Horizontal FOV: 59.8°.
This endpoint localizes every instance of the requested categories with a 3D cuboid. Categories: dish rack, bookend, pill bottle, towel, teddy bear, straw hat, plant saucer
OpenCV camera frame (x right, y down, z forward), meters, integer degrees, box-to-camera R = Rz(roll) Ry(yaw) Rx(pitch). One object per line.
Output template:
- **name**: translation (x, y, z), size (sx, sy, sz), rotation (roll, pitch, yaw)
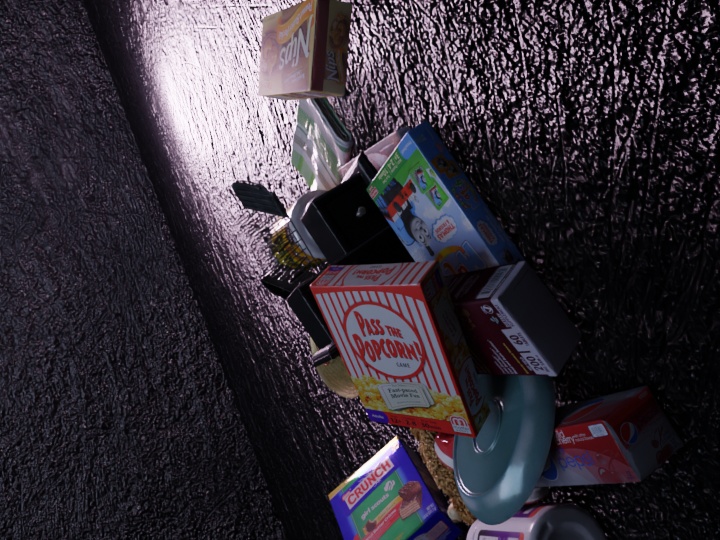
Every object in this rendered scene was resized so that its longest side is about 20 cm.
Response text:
- **dish rack**: translation (-0.133, -0.042, 0.944), size (0.153, 0.055, 0.201), rotation (15, 141, 50)
- **bookend**: translation (-0.026, -0.015, 0.832), size (0.201, 0.198, 0.092), rotation (56, 158, 3)
- **pill bottle**: translation (-0.078, -0.064, 1.021), size (0.110, 0.108, 0.200), rotation (67, 155, 1)
- **towel**: translation (-0.071, -0.193, 1.020), size (0.150, 0.030, 0.201), rotation (59, 155, 21)
- **pill bottle**: translation (0.212, 0.355, 0.794), size (0.112, 0.110, 0.200), rotation (62, 157, 11)
- **teddy bear**: translation (0.131, 0.309, 0.973), size (0.202, 0.066, 0.145), rotation (61, 163, 8)
- **straw hat**: translation (-0.004, 0.114, 1.066), size (0.200, 0.084, 0.204), rotation (10, 103, 55)
- **plant saucer**: translation (0.153, 0.181, 0.713), size (0.200, 0.027, 0.202), rotation (-159, 89, -79)

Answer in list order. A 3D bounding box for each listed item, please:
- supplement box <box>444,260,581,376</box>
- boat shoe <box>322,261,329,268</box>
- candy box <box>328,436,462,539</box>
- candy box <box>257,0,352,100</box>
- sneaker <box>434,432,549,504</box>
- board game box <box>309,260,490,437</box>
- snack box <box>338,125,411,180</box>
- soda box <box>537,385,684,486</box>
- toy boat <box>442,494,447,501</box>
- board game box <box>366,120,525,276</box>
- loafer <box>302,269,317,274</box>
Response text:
- **supplement box**: translation (0.132, 0.060, 0.704), size (0.109, 0.061, 0.199), rotation (49, 154, -13)
- **boat shoe**: translation (-0.001, -0.002, 0.994), size (0.201, 0.064, 0.075), rotation (6, 117, 64)
- **candy box**: translation (0.051, 0.403, 1.044), size (0.077, 0.169, 0.200), rotation (48, -179, -25)
- **candy box**: translation (-0.084, -0.304, 0.878), size (0.199, 0.055, 0.117), rotation (22, 110, 58)
- **sneaker**: translation (0.170, 0.217, 0.838), size (0.199, 0.078, 0.117), rotation (9, 107, 55)
- **board game box**: translation (0.045, 0.088, 0.702), size (0.150, 0.046, 0.202), rotation (-3, 120, 39)
- **snack box**: translation (0.028, -0.134, 0.864), size (0.073, 0.024, 0.200), rotation (66, 157, -5)
- **soda box**: translation (0.228, 0.178, 0.652), size (0.064, 0.070, 0.200), rotation (59, 155, 9)
- **toy boat**: translation (0.110, 0.469, 1.139), size (0.130, 0.131, 0.200), rotation (36, 156, -4)
- **board game box**: translation (0.096, -0.053, 0.745), size (0.201, 0.036, 0.151), rotation (55, 155, 5)
- **loafer**: translation (-0.056, 0.043, 1.009), size (0.199, 0.070, 0.070), rotation (13, 146, 50)
